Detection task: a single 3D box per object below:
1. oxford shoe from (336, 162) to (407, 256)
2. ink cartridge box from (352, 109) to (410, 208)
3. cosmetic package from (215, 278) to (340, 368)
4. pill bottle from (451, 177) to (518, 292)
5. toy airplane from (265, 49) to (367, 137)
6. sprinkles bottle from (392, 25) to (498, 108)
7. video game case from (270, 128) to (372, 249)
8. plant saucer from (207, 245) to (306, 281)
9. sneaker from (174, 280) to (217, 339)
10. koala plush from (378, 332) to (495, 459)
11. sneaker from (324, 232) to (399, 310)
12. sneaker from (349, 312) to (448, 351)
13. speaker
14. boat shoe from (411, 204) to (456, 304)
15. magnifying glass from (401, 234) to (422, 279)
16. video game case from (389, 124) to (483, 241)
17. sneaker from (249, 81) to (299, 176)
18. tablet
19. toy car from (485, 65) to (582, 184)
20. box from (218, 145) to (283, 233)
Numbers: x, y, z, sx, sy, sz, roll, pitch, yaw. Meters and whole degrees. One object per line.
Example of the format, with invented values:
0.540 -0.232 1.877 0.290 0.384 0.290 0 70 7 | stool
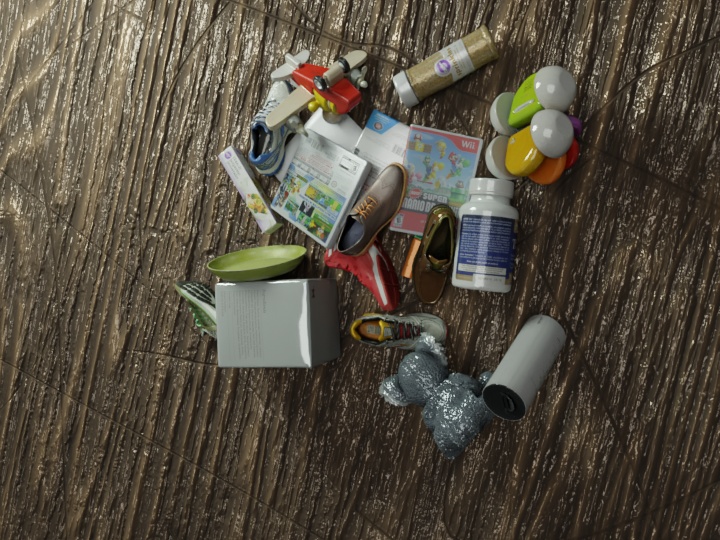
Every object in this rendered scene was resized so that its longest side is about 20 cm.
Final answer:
0.022 -0.110 1.188 0.071 0.073 0.201 34 105 18 | oxford shoe
0.037 -0.197 1.259 0.115 0.068 0.201 30 98 15 | ink cartridge box
-0.162 0.101 1.269 0.198 0.167 0.168 -3 89 18 | cosmetic package
0.233 -0.065 1.178 0.110 0.111 0.202 6 92 17 | pill bottle
-0.082 -0.354 1.260 0.198 0.142 0.200 -12 44 17 | toy airplane
0.162 -0.389 1.221 0.199 0.068 0.069 -27 83 15 | sprinkles bottle
-0.083 -0.166 1.266 0.200 0.022 0.183 36 104 38 | video game case
-0.204 -0.013 1.272 0.198 0.200 0.031 -3 106 17 | plant saucer
-0.337 0.100 1.377 0.200 0.077 0.089 39 109 15 | sneaker
0.147 0.224 1.174 0.200 0.184 0.178 44 101 16 | koala plush
0.000 0.000 1.279 0.115 0.078 0.202 -25 71 24 | sneaker
0.072 0.123 1.243 0.198 0.082 0.079 -2 89 16 | sneaker
0.289 0.167 1.113 0.081 0.200 0.082 22 135 24 | speaker
0.138 -0.022 1.204 0.071 0.068 0.202 3 110 -2 | boat shoe
0.123 -0.082 1.258 0.079 0.022 0.202 19 97 16 | magnifying glass
0.143 -0.163 1.214 0.142 0.017 0.202 10 101 -7 | video game case
-0.181 -0.301 1.311 0.076 0.085 0.202 10 87 19 | sneaker
-0.089 -0.245 1.326 0.200 0.014 0.130 -45 78 12 | tablet
0.326 -0.248 1.134 0.149 0.175 0.202 16 72 -24 | toy car
-0.233 -0.171 1.356 0.039 0.041 0.201 -34 80 14 | box
